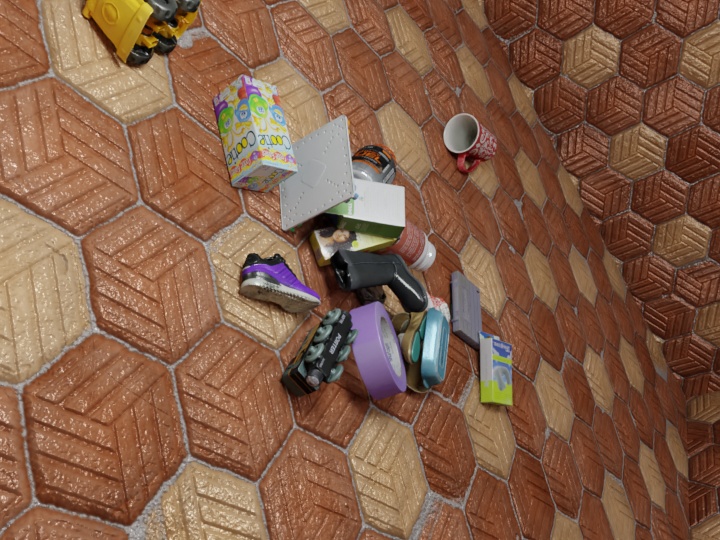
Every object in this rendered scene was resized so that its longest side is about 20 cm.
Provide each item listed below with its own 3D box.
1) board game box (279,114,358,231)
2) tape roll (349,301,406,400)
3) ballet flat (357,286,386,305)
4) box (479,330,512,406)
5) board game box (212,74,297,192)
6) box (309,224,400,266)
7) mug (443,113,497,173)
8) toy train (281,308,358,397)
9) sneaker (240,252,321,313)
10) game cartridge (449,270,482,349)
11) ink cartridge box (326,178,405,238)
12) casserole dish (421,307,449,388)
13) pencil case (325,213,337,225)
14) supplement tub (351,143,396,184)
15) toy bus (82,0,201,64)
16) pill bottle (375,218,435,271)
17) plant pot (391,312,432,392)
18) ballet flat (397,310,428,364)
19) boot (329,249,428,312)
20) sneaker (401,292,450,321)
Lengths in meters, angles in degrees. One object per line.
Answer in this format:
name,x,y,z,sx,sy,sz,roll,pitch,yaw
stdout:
board game box,-0.094,-0.205,1.427,0.026,0.198,0.203,24,52,-49
tape roll,0.038,0.173,1.439,0.200,0.065,0.203,-18,91,-79
ballet flat,0.000,0.000,1.551,0.202,0.071,0.072,56,35,-14
box,0.389,0.281,1.904,0.121,0.047,0.204,20,67,-47
board game box,-0.221,-0.282,1.385,0.102,0.104,0.203,3,67,-52
box,-0.011,-0.073,1.508,0.197,0.050,0.076,-18,77,-25
mug,0.380,-0.437,2.320,0.133,0.179,0.199,39,17,29
toy train,-0.079,0.158,1.308,0.085,0.113,0.201,48,36,-18
sneaker,-0.154,0.016,1.329,0.199,0.069,0.101,25,49,-45
game cartridge,0.308,0.114,1.939,0.129,0.038,0.203,33,46,-34
ink cartridge box,-0.001,-0.144,1.480,0.197,0.059,0.105,8,63,-14
casserole dish,0.184,0.187,1.614,0.121,0.038,0.203,53,42,-58
pencil case,-0.041,-0.138,1.570,0.201,0.087,0.078,51,1,-23
supplement tub,0.016,-0.237,1.669,0.123,0.121,0.201,55,35,-15
toy bus,-0.423,-0.509,1.243,0.192,0.136,0.200,42,35,-6
pill bottle,0.103,-0.073,1.697,0.199,0.111,0.114,30,47,-41
plant pot,0.121,0.203,1.633,0.199,0.027,0.203,31,48,-40
ballet flat,0.120,0.159,1.577,0.200,0.062,0.070,-53,138,-59
boot,0.042,0.026,1.460,0.198,0.066,0.166,5,41,-48
sneaker,0.169,0.086,1.736,0.203,0.067,0.108,60,33,-16
